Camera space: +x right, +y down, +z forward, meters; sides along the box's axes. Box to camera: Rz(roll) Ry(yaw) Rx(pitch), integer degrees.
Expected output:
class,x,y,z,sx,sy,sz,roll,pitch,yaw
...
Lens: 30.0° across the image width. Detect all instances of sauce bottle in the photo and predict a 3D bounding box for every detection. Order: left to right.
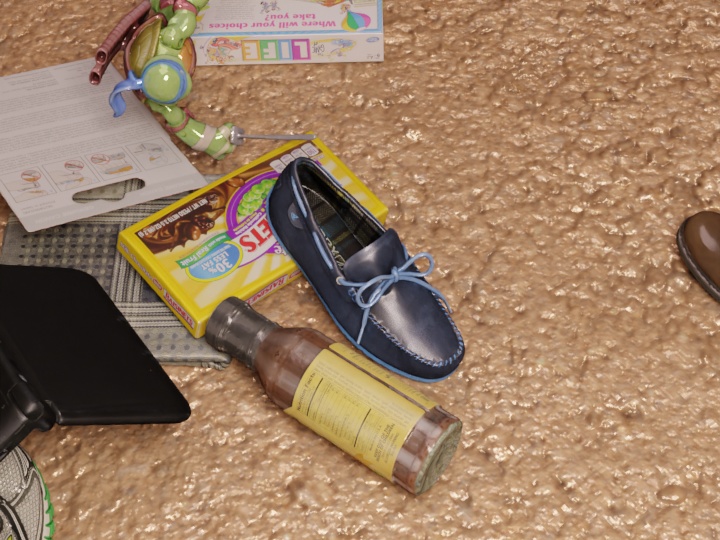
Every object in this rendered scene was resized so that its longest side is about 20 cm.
class,x,y,z,sx,sy,sz,roll,pitch,yaw
sauce bottle,-0.023,0.082,0.951,0.199,0.065,0.065,32,57,23

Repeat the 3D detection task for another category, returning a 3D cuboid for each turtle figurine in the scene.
class,x,y,z,sx,sy,sz,roll,pitch,yaw
turtle figurine,-0.120,-0.176,1.116,0.198,0.145,0.194,-28,27,-3

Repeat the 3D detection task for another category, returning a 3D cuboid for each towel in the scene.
class,x,y,z,sx,sy,sz,roll,pitch,yaw
towel,-0.190,0.000,1.060,0.197,0.035,0.194,1,52,0

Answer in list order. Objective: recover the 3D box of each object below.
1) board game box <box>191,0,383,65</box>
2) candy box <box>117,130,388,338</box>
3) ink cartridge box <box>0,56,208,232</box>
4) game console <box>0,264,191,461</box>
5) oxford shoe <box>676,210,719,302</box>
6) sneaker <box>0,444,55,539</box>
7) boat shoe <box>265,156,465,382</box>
class,x,y,z,sx,sy,sz,roll,pitch,yaw
board game box,-0.077,-0.251,1.264,0.197,0.034,0.136,-1,49,1
candy box,-0.081,-0.033,1.055,0.199,0.027,0.102,-32,69,-33
ink cartridge box,-0.242,-0.094,1.105,0.161,0.057,0.200,-18,52,-31
game console,-0.245,0.082,0.925,0.176,0.116,0.200,-45,45,-2
oxford shoe,0.324,0.003,0.999,0.072,0.085,0.199,-38,56,-25
sneaker,-0.247,0.189,0.857,0.077,0.086,0.202,0,48,2
boat shoe,0.000,0.000,0.998,0.200,0.069,0.084,41,55,11
